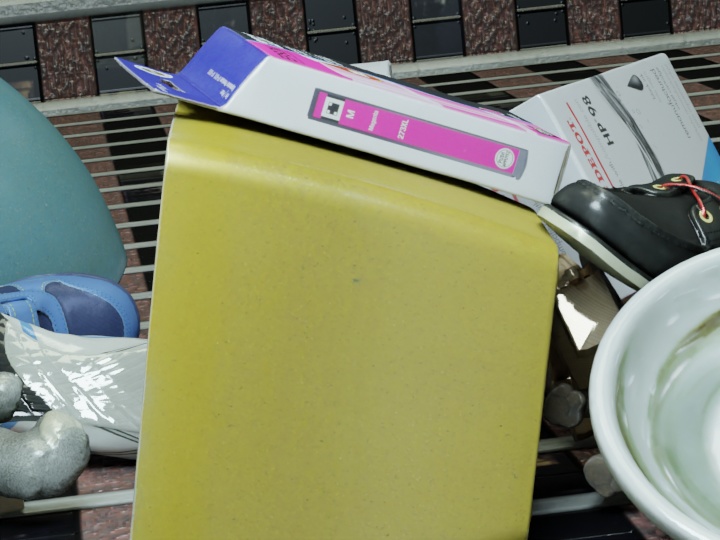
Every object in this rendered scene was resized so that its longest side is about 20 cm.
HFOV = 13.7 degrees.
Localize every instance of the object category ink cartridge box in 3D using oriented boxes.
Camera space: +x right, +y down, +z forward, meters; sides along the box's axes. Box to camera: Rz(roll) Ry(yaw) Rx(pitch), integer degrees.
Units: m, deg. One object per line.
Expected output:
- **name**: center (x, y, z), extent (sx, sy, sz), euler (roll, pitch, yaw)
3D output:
- **ink cartridge box**: center (0.122, -0.037, 1.578), extent (0.067, 0.116, 0.200), euler (-30, -4, 32)
- **ink cartridge box**: center (-0.009, -0.077, 1.388), extent (0.199, 0.037, 0.095), euler (13, 9, -18)

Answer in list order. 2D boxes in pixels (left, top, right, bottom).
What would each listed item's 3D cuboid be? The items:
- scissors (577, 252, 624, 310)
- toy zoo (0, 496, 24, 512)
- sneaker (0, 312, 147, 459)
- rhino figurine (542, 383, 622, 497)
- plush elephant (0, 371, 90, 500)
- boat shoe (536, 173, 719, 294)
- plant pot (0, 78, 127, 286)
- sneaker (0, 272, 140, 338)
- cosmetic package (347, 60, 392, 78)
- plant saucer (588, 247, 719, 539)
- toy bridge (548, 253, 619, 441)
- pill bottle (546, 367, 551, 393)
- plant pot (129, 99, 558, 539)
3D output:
- **scissors**: center (0.126, 0.029, 1.501), extent (0.073, 0.014, 0.200), euler (15, -16, 38)
- **toy zoo**: center (-0.248, 0.104, 1.577), extent (0.130, 0.021, 0.200), euler (-7, 9, -8)
- **sneaker**: center (-0.160, 0.065, 1.587), extent (0.199, 0.072, 0.073), euler (9, -26, 5)
- **rhino figurine**: center (0.189, 0.075, 1.365), extent (0.199, 0.060, 0.087), euler (3, 6, 32)
- **plush elephant**: center (-0.245, 0.039, 1.438), extent (0.199, 0.156, 0.164), euler (14, 26, 41)
- **boat shoe**: center (0.143, -0.018, 1.381), extent (0.074, 0.063, 0.201), euler (39, 11, 29)
- **plant pot**: center (-0.219, -0.001, 1.782), extent (0.134, 0.201, 0.200), euler (31, 5, -9)
- **sneaker**: center (-0.216, 0.046, 1.654), extent (0.199, 0.074, 0.082), euler (-9, 4, -15)
- **cosmetic package**: center (0.000, 0.000, 1.500), extent (0.050, 0.201, 0.083), euler (-5, 9, -1)
- **plant saucer**: center (0.196, 0.069, 1.273), extent (0.199, 0.050, 0.201), euler (-1, 43, 1)
- **toy bridge**: center (0.102, 0.027, 1.441), extent (0.027, 0.068, 0.200), euler (-24, -16, -3)
- **pill bottle**: center (0.013, 0.018, 1.657), extent (0.199, 0.115, 0.114), euler (-4, 9, 8)
- **plant pot**: center (-0.008, 0.039, 1.354), extent (0.175, 0.201, 0.200), euler (6, 9, -3)
